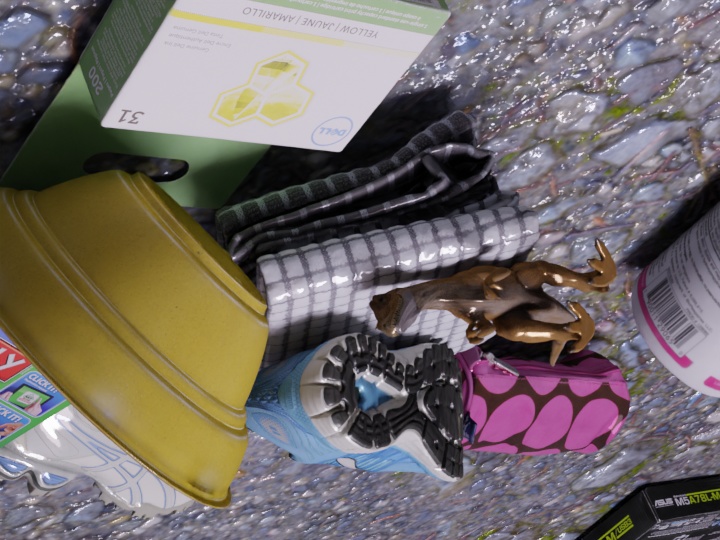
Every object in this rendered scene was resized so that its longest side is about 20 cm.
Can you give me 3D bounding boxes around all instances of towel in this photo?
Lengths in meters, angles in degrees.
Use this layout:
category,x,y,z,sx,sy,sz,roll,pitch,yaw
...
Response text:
category,x,y,z,sx,sy,sz,roll,pitch,yaw
towel,0.000,0.000,0.870,0.164,0.086,0.200,-16,158,-10

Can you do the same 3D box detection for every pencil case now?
category,x,y,z,sx,sy,sz,roll,pitch,yaw
pencil case,0.119,0.093,1.127,0.199,0.091,0.094,6,127,-45

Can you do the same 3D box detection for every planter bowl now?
category,x,y,z,sx,sy,sz,roll,pitch,yaw
planter bowl,-0.104,0.012,0.727,0.083,0.200,0.200,-44,150,1

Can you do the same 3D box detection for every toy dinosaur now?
category,x,y,z,sx,sy,sz,roll,pitch,yaw
toy dinosaur,0.090,0.016,0.817,0.106,0.061,0.199,-2,171,43

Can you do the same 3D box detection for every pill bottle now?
category,x,y,z,sx,sy,sz,roll,pitch,yaw
pill bottle,0.290,-0.011,1.040,0.113,0.114,0.200,3,143,-40

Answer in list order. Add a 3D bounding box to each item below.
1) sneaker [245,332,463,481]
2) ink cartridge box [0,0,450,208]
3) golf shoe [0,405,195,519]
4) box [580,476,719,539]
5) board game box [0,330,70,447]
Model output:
category,x,y,z,sx,sy,sz,roll,pitch,yaw
sneaker,-0.002,0.078,0.872,0.089,0.079,0.200,-8,162,28
ink cartridge box,-0.070,-0.080,0.729,0.145,0.048,0.200,3,140,-40
golf shoe,-0.143,0.099,0.956,0.097,0.079,0.199,-43,148,22
box,0.330,0.293,1.662,0.199,0.048,0.193,-2,148,-36
board game box,-0.243,0.041,0.796,0.134,0.029,0.200,-30,142,14
